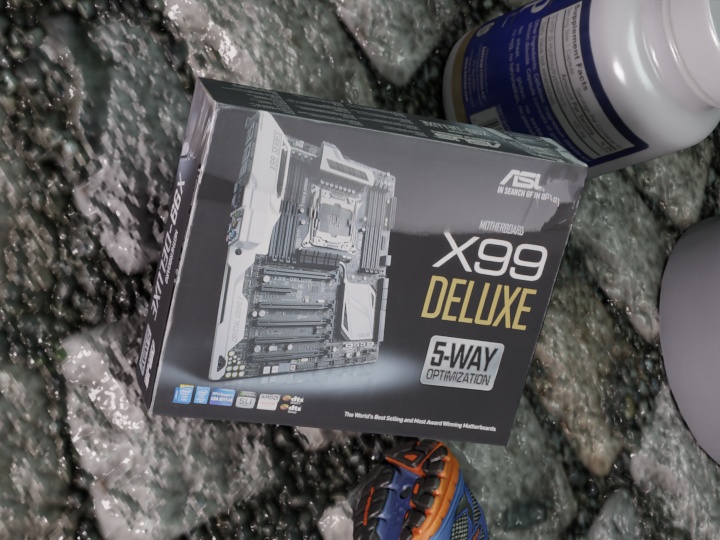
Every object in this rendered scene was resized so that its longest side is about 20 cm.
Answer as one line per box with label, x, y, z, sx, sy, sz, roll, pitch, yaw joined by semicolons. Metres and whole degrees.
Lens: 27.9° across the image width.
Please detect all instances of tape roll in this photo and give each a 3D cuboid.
tape roll;0.308;0.052;1.083;0.199;0.066;0.203;12;71;-41

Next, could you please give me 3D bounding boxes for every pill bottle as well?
pill bottle;0.158;-0.124;0.897;0.119;0.199;0.121;13;70;-40

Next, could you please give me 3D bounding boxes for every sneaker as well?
sneaker;0.027;0.192;0.781;0.078;0.075;0.201;44;55;-29

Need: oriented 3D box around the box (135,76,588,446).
box;0.000;0.000;0.727;0.198;0.050;0.159;8;109;-21
